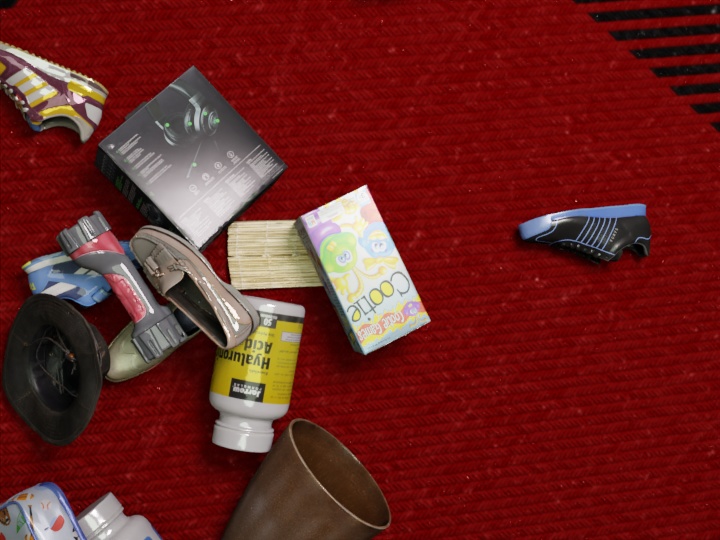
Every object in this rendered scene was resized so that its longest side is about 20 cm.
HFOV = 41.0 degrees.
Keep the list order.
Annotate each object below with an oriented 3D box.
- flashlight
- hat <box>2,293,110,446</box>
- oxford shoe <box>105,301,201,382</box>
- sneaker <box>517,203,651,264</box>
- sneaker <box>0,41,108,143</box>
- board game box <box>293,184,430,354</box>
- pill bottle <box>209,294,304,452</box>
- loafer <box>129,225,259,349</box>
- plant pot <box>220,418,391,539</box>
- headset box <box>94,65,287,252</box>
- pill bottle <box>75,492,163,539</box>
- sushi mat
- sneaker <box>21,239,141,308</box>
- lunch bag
[{"bbox_3d":[-0.309,0.024,1.236,0.067,0.068,0.201,-28,95,27],"label":"flashlight"},{"bbox_3d":[-0.387,0.125,1.279,0.199,0.081,0.202,5,100,31],"label":"hat"},{"bbox_3d":[-0.270,0.082,1.305,0.200,0.074,0.071,-38,96,-6],"label":"oxford shoe"},{"bbox_3d":[0.327,-0.047,1.389,0.198,0.070,0.079,-7,83,-9],"label":"sneaker"},{"bbox_3d":[-0.445,-0.238,1.288,0.199,0.075,0.091,19,82,-6],"label":"sneaker"},{"bbox_3d":[0.000,0.000,1.315,0.102,0.105,0.201,-26,92,-8],"label":"board game box"},{"bbox_3d":[-0.144,0.138,1.303,0.110,0.111,0.202,9,88,-7],"label":"pill bottle"},{"bbox_3d":[-0.218,0.021,1.219,0.200,0.063,0.072,39,129,3],"label":"loafer"},{"bbox_3d":[-0.094,0.335,1.288,0.187,0.187,0.200,44,100,-5],"label":"plant pot"},{"bbox_3d":[-0.232,-0.145,1.286,0.200,0.093,0.174,46,69,-5],"label":"headset box"},{"bbox_3d":[-0.303,0.398,1.278,0.112,0.112,0.200,-37,93,-7],"label":"pill bottle"},{"bbox_3d":[-0.088,-0.024,1.362,0.198,0.012,0.097,-2,89,-8],"label":"sushi mat"},{"bbox_3d":[-0.349,0.004,1.300,0.198,0.074,0.083,-13,92,0],"label":"sneaker"},{"bbox_3d":[-0.421,0.369,1.234,0.075,0.200,0.161,-27,85,-50],"label":"lunch bag"}]
